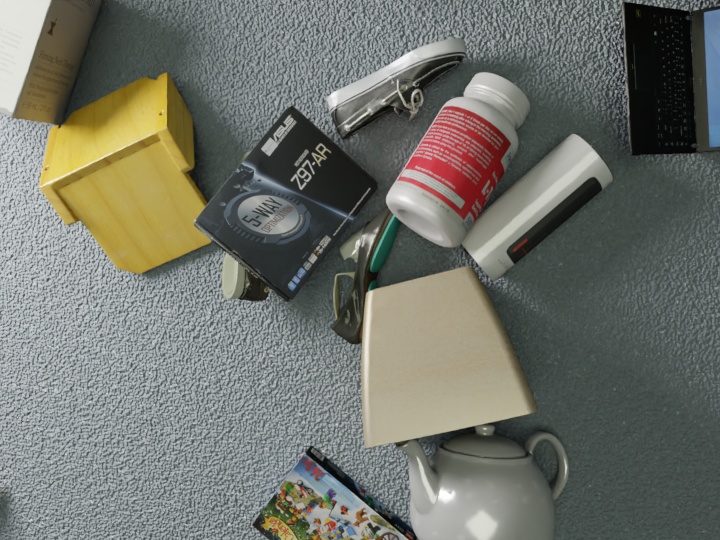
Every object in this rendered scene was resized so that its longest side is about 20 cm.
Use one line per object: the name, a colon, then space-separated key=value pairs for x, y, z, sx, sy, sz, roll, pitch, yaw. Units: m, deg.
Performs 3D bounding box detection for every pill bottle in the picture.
pill bottle: x=0.127 y=-0.140 z=0.836 sx=0.111 sy=0.112 sz=0.202 roll=32 pitch=84 yaw=5

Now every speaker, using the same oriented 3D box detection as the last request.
speaker: x=0.219 y=-0.078 z=0.852 sx=0.199 sy=0.081 sz=0.081 roll=-41 pitch=88 yaw=9

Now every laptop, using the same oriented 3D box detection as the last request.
laptop: x=0.420 y=-0.235 z=0.793 sx=0.197 sy=0.103 sz=0.181 roll=-6 pitch=93 yaw=-29

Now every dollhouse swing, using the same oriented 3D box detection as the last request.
dollhouse swing: x=-0.313 y=-0.133 z=0.956 sx=0.197 sy=0.176 sz=0.184 roll=-22 pitch=49 yaw=10

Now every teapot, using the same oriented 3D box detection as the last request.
teapot: x=0.159 y=0.269 z=0.843 sx=0.194 sy=0.200 sz=0.149 roll=3 pitch=84 yaw=20

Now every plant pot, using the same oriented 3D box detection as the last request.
plant pot: x=0.098 y=0.102 z=0.836 sx=0.197 sy=0.200 sz=0.180 roll=-14 pitch=81 yaw=9

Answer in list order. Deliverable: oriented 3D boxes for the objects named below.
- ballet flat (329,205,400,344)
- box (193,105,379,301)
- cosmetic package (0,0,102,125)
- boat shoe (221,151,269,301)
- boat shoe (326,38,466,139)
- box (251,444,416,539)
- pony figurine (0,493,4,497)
ballet flat: x=0.000 y=0.000 z=0.902 sx=0.067 sy=0.068 sz=0.203 roll=17 pitch=96 yaw=16
box: x=-0.095 y=-0.087 z=0.872 sx=0.160 sy=0.043 sz=0.201 roll=40 pitch=79 yaw=-10
cosmetic package: x=-0.473 y=-0.323 z=0.883 sx=0.164 sy=0.167 sz=0.203 roll=22 pitch=97 yaw=-8
boat shoe: x=-0.148 y=-0.060 z=0.922 sx=0.060 sy=0.071 sz=0.205 roll=10 pitch=83 yaw=-32
boat shoe: x=0.052 y=-0.233 z=0.869 sx=0.197 sy=0.074 sz=0.069 roll=-22 pitch=86 yaw=10
box: x=-0.037 y=0.369 z=0.947 sx=0.199 sy=0.038 sz=0.137 roll=38 pitch=99 yaw=5
pony figurine: x=-0.675 y=0.365 z=1.006 sx=0.192 sy=0.167 sz=0.201 roll=36 pitch=96 yaw=-28
